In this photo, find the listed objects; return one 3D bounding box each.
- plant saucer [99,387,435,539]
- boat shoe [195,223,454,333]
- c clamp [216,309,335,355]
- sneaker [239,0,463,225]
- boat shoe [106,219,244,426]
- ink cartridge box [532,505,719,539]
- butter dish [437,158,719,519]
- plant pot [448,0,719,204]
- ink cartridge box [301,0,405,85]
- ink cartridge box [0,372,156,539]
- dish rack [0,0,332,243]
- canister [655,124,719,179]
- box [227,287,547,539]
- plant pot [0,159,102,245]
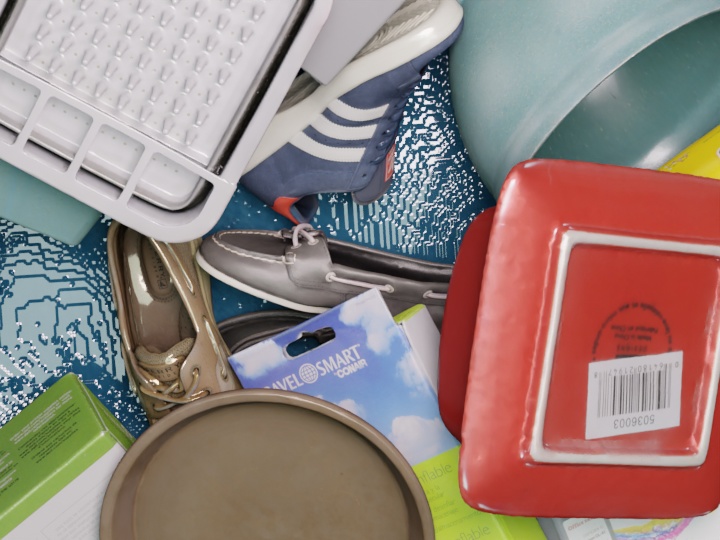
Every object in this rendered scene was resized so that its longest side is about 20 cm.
[{"bbox_3d":[-0.054,0.156,1.555,0.199,0.029,0.201,1,112,3],"label":"plant saucer"},{"bbox_3d":[0.000,0.000,1.615,0.199,0.067,0.057,18,109,-11],"label":"boat shoe"},{"bbox_3d":[-0.017,0.111,1.639,0.170,0.027,0.201,-21,93,13],"label":"c clamp"},{"bbox_3d":[0.006,-0.092,1.577,0.085,0.075,0.200,46,133,-13],"label":"sneaker"},{"bbox_3d":[-0.115,0.059,1.608,0.071,0.064,0.201,-18,90,19],"label":"boat shoe"},{"bbox_3d":[0.169,0.161,1.629,0.147,0.086,0.201,-21,97,0],"label":"ink cartridge box"},{"bbox_3d":[0.116,0.034,1.518,0.199,0.148,0.201,4,96,-34],"label":"butter dish"},{"bbox_3d":[0.130,-0.134,1.565,0.200,0.200,0.134,-38,68,1],"label":"plant pot"},{"bbox_3d":[0.023,-0.221,1.514,0.083,0.147,0.200,39,51,-6],"label":"ink cartridge box"},{"bbox_3d":[-0.167,0.186,1.626,0.148,0.076,0.200,-39,126,0],"label":"ink cartridge box"},{"bbox_3d":[-0.121,-0.130,1.460,0.171,0.044,0.200,28,118,-5],"label":"dish rack"},{"bbox_3d":[0.284,-0.052,1.604,0.200,0.087,0.149,-36,118,2],"label":"canister"},{"bbox_3d":[0.018,0.115,1.582,0.122,0.048,0.201,-26,93,28],"label":"box"},{"bbox_3d":[-0.172,-0.128,1.566,0.141,0.141,0.201,23,101,-4],"label":"plant pot"}]
